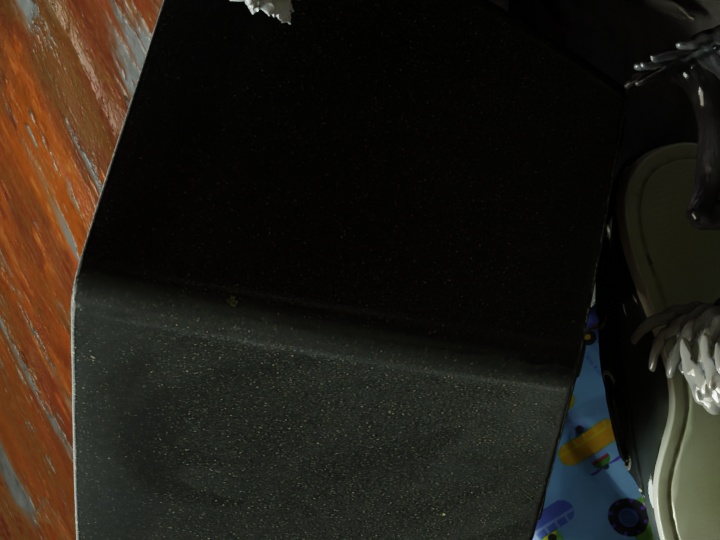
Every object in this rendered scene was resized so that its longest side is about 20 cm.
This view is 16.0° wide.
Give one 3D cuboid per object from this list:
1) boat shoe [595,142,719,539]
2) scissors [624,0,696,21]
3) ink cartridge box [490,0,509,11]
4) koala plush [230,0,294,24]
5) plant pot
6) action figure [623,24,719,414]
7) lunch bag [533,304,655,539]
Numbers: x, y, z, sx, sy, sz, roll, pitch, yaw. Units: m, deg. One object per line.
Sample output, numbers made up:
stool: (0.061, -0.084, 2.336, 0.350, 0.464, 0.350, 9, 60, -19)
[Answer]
boat shoe: (0.130, 0.048, 1.007, 0.066, 0.074, 0.201, -166, 58, -74)
scissors: (0.076, -0.124, 1.047, 0.200, 0.014, 0.073, 44, 148, 40)
ink cartridge box: (-0.005, -0.079, 1.159, 0.146, 0.084, 0.201, 52, 158, 33)
koala plush: (0.001, -0.177, 0.914, 0.178, 0.199, 0.184, 55, 155, 24)
plant pot: (0.000, 0.000, 0.976, 0.201, 0.176, 0.200, 96, -174, -55)
action figure: (0.148, 0.014, 0.898, 0.119, 0.102, 0.201, 159, 88, -82)
lunch bag: (0.104, 0.135, 1.149, 0.151, 0.094, 0.200, 54, 164, 21)
